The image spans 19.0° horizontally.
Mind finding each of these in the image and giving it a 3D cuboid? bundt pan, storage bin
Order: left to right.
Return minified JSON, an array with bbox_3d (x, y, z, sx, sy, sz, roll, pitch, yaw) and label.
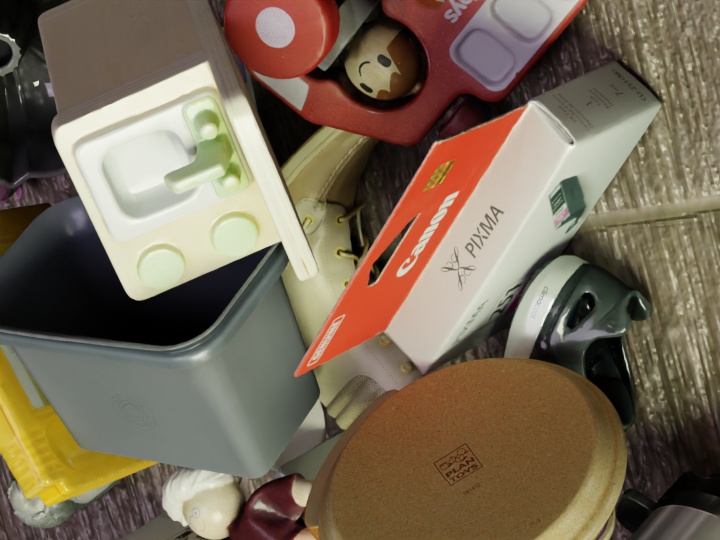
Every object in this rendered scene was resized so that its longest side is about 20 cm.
[{"bbox_3d":[-0.241,-0.159,1.417,0.076,0.200,0.203,-107,24,-56],"label":"bundt pan"},{"bbox_3d":[-0.120,0.041,1.340,0.199,0.146,0.135,6,135,34],"label":"storage bin"}]

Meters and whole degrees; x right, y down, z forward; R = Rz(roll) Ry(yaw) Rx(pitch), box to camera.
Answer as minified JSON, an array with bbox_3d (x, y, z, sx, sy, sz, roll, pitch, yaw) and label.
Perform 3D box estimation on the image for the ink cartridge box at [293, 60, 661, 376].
[{"bbox_3d":[0.067,-0.017,1.223,0.044,0.173,0.201,45,131,16],"label":"ink cartridge box"}]

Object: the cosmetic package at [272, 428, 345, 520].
[{"bbox_3d":[0.041,0.192,1.382,0.199,0.113,0.082,34,128,23],"label":"cosmetic package"}]

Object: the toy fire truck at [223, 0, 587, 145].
[{"bbox_3d":[0.028,-0.155,1.241,0.168,0.112,0.200,38,121,-2],"label":"toy fire truck"}]

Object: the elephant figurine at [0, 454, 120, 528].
[{"bbox_3d":[-0.239,0.075,1.562,0.155,0.141,0.200,-39,88,28],"label":"elephant figurine"}]

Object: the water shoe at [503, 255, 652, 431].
[{"bbox_3d":[0.122,0.092,1.295,0.079,0.071,0.201,25,124,29],"label":"water shoe"}]

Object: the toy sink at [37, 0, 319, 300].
[{"bbox_3d":[-0.112,-0.073,1.255,0.200,0.111,0.131,-113,0,-55],"label":"toy sink"}]

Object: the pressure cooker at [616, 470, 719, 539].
[{"bbox_3d":[0.209,0.217,1.198,0.176,0.200,0.178,53,157,-21],"label":"pressure cooker"}]

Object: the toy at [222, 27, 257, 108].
[{"bbox_3d":[-0.115,-0.064,1.446,0.115,0.047,0.202,8,113,40],"label":"toy"}]

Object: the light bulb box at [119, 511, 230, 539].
[{"bbox_3d":[-0.132,0.298,1.514,0.124,0.199,0.200,1,109,40],"label":"light bulb box"}]

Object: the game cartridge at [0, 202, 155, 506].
[{"bbox_3d":[-0.213,0.052,1.438,0.032,0.176,0.201,-34,83,23],"label":"game cartridge"}]

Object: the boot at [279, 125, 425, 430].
[{"bbox_3d":[0.000,0.000,1.361,0.155,0.073,0.200,43,120,10],"label":"boot"}]

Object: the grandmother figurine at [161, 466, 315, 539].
[{"bbox_3d":[-0.042,0.178,1.334,0.199,0.060,0.122,31,115,24],"label":"grandmother figurine"}]

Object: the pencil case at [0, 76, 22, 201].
[{"bbox_3d":[-0.268,-0.142,1.524,0.087,0.087,0.201,31,127,27],"label":"pencil case"}]

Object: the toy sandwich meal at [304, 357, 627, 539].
[{"bbox_3d":[0.061,0.133,1.224,0.204,0.206,0.071,10,142,37],"label":"toy sandwich meal"}]

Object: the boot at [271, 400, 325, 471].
[{"bbox_3d":[-0.097,0.065,1.470,0.200,0.073,0.090,48,166,14],"label":"boot"}]
